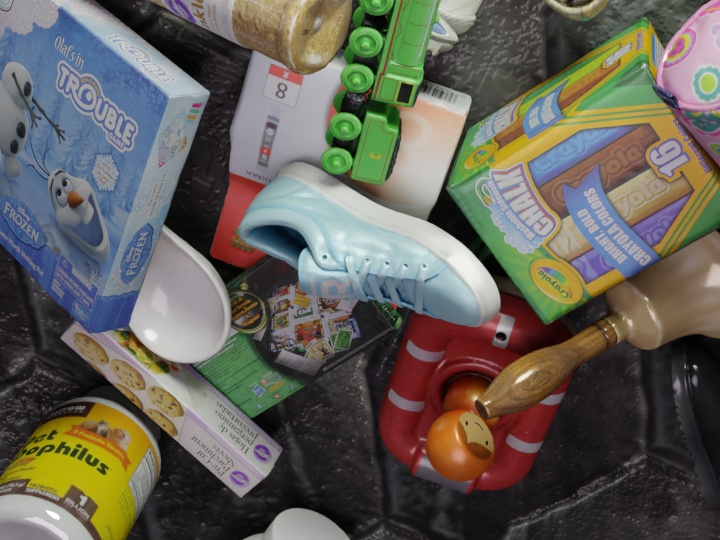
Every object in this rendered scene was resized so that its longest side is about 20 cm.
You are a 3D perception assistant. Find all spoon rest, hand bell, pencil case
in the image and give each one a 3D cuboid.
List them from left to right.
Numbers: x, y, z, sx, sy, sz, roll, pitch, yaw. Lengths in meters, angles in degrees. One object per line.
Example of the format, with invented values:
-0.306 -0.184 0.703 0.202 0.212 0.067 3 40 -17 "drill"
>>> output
-0.156 -0.022 1.018 0.099 0.061 0.201 -7 103 29 "spoon rest"
0.162 0.047 0.921 0.200 0.104 0.105 -29 112 -21 "hand bell"
0.259 -0.080 0.817 0.087 0.088 0.200 -31 134 23 "pencil case"

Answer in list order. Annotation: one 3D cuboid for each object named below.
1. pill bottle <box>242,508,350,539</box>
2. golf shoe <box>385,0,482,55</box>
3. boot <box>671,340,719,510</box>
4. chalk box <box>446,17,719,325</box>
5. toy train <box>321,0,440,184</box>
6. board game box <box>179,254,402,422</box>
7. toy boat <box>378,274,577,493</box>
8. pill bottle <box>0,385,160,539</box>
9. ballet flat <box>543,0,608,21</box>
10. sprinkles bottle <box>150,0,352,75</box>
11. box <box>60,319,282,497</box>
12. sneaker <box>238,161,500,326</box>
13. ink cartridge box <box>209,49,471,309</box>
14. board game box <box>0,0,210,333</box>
-0.087 0.302 1.148 0.112 0.113 0.200 33 118 -5 "pill bottle"
0.001 -0.235 0.910 0.200 0.078 0.097 31 100 -10 "golf shoe"
0.341 0.102 0.983 0.199 0.066 0.165 -10 130 21 "boot"
0.143 -0.059 0.923 0.200 0.125 0.124 -31 106 22 "chalk box"
0.017 -0.140 0.886 0.056 0.042 0.201 12 132 -5 "toy train"
-0.072 0.049 1.059 0.200 0.023 0.105 -32 106 32 "board game box"
0.083 0.103 0.997 0.130 0.131 0.201 18 127 2 "toy boat"
-0.228 0.175 1.067 0.109 0.200 0.110 5 116 9 "pill bottle"
0.117 -0.255 0.868 0.070 0.071 0.201 -18 110 19 "ballet flat"
-0.101 -0.197 0.895 0.200 0.068 0.069 28 121 28 "sprinkles bottle"
-0.152 0.100 1.082 0.200 0.039 0.041 43 126 -8 "box"
0.000 0.000 0.930 0.200 0.082 0.074 27 148 28 "sneaker"
-0.024 -0.063 0.998 0.162 0.050 0.201 20 114 2 "ink cartridge box"
-0.215 -0.092 0.974 0.200 0.043 0.200 39 120 28 "board game box"
